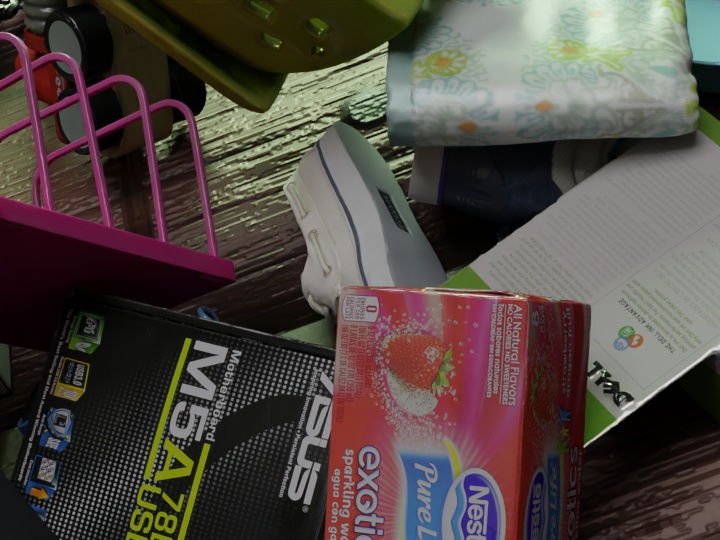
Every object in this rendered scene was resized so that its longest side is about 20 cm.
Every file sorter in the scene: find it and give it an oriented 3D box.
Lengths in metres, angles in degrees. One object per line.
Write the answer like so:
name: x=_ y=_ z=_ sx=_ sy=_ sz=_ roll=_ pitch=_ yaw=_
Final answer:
file sorter: x=-0.190 y=-0.045 z=0.979 sx=0.138 sy=0.199 sz=0.127 roll=-21 pitch=70 yaw=28

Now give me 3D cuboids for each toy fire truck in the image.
toy fire truck: x=-0.196 y=-0.186 z=1.212 sx=0.199 sy=0.178 sz=0.128 roll=18 pitch=33 yaw=42

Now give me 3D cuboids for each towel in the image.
towel: x=0.102 y=-0.143 z=1.028 sx=0.169 sy=0.048 sz=0.201 roll=-4 pitch=41 yaw=9

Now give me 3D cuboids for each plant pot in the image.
plant pot: x=-0.063 y=-0.226 z=1.050 sx=0.181 sy=0.199 sz=0.200 roll=-34 pitch=27 yaw=50

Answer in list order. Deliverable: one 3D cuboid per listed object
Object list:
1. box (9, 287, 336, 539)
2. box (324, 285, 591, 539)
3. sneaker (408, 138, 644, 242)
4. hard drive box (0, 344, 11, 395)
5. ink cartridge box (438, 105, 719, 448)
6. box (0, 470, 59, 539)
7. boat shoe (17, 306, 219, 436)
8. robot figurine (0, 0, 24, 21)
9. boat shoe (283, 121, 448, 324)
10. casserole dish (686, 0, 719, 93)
box: x=-0.094 y=0.124 z=0.916 sx=0.192 sy=0.047 sz=0.202 roll=12 pitch=82 yaw=32
box: x=0.044 y=0.109 z=0.826 sx=0.095 sy=0.100 sz=0.202 roll=3 pitch=89 yaw=24
sneaker: x=0.109 y=-0.094 z=1.081 sx=0.145 sy=0.081 sz=0.201 roll=9 pitch=37 yaw=4
hard drive box: x=-0.327 y=0.029 z=1.125 sx=0.198 sy=0.077 sz=0.157 roll=-19 pitch=46 yaw=3
ink cartridge box: x=0.149 y=0.024 z=0.948 sx=0.199 sy=0.076 sz=0.148 roll=-34 pitch=47 yaw=-9
box: x=-0.259 y=0.135 z=0.920 sx=0.200 sy=0.079 sz=0.141 roll=44 pitch=97 yaw=22
boat shoe: x=-0.101 y=0.058 z=1.009 sx=0.198 sy=0.085 sz=0.069 roll=-4 pitch=45 yaw=15
robot figurine: x=-0.316 y=-0.189 z=1.328 sx=0.144 sy=0.058 sz=0.201 roll=3 pitch=51 yaw=22
boat shoe: x=0.000 y=0.000 z=1.041 sx=0.070 sy=0.071 sz=0.201 roll=-42 pitch=46 yaw=19
casserole dish: x=0.191 y=-0.161 z=1.117 sx=0.199 sy=0.039 sz=0.121 roll=16 pitch=52 yaw=31
